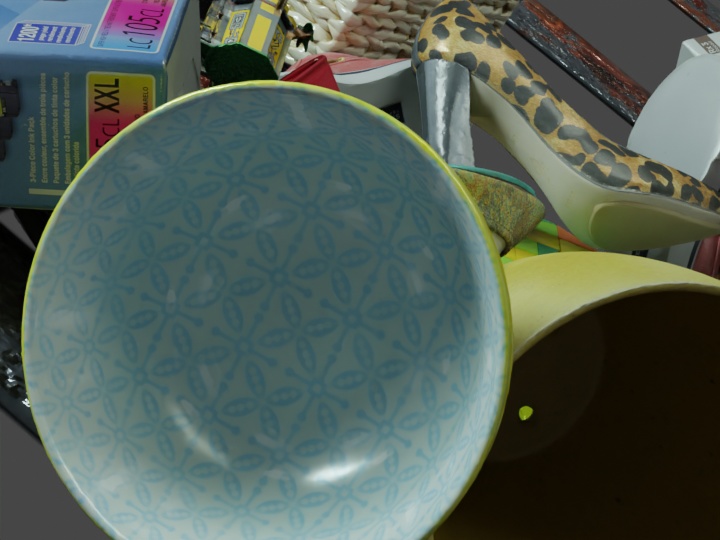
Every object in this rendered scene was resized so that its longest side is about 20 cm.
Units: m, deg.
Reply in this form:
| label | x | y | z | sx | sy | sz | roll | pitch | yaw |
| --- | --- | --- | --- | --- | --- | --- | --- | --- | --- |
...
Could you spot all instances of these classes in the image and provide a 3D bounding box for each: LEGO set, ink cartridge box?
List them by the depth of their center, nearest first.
| label | x | y | z | sx | sy | sz | roll | pitch | yaw |
| --- | --- | --- | --- | --- | --- | --- | --- | --- | --- |
| ink cartridge box | -0.175 | -0.087 | 0.953 | 0.198 | 0.077 | 0.137 | 2 | 25 | 1 |
| LEGO set | -0.120 | -0.142 | 1.094 | 0.199 | 0.154 | 0.116 | 19 | 51 | -4 |

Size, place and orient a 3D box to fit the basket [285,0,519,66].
| label | x | y | z | sx | sy | sz | roll | pitch | yaw |
| --- | --- | --- | --- | --- | --- | --- | --- | --- | --- |
| basket | -0.006 | -0.226 | 1.412 | 0.198 | 0.161 | 0.200 | 39 | 19 | 26 |

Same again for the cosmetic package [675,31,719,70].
| label | x | y | z | sx | sy | sz | roll | pitch | yaw |
| --- | --- | --- | --- | --- | --- | --- | --- | --- | --- |
| cosmetic package | 0.249 | -0.049 | 1.414 | 0.081 | 0.201 | 0.113 | -14 | 48 | -24 |

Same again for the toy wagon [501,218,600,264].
| label | x | y | z | sx | sy | sz | roll | pitch | yaw |
| --- | --- | --- | --- | --- | --- | --- | --- | --- | --- |
| toy wagon | 0.079 | -0.009 | 1.254 | 0.154 | 0.040 | 0.200 | 22 | 17 | -4 |

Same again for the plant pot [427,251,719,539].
| label | x | y | z | sx | sy | sz | roll | pitch | yaw |
| --- | --- | --- | --- | --- | --- | --- | --- | --- | --- |
| plant pot | 0.095 | 0.072 | 0.993 | 0.199 | 0.201 | 0.142 | 24 | 11 | -28 |

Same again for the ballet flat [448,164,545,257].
| label | x | y | z | sx | sy | sz | roll | pitch | yaw |
| --- | --- | --- | --- | --- | --- | --- | --- | --- | --- |
| ballet flat | 0.020 | -0.023 | 1.010 | 0.199 | 0.071 | 0.071 | 20 | 27 | -51 |

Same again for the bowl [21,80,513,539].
| label | x | y | z | sx | sy | sz | roll | pitch | yaw |
| --- | --- | --- | --- | --- | --- | --- | --- | --- | --- |
| bowl | -0.026 | 0.026 | 0.885 | 0.200 | 0.200 | 0.108 | 41 | 11 | 10 |

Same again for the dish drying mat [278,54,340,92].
| label | x | y | z | sx | sy | sz | roll | pitch | yaw |
| --- | --- | --- | --- | --- | --- | --- | --- | --- | --- |
| dish drying mat | 0.000 | 0.000 | 1.050 | 0.077 | 0.018 | 0.201 | -43 | 115 | -60 |

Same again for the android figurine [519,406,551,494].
| label | x | y | z | sx | sy | sz | roll | pitch | yaw |
| --- | --- | --- | --- | --- | --- | --- | --- | --- | --- |
| android figurine | 0.137 | 0.110 | 1.155 | 0.199 | 0.041 | 0.182 | 18 | 29 | -43 |

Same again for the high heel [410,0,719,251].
| label | x | y | z | sx | sy | sz | roll | pitch | yaw |
| --- | --- | --- | --- | --- | --- | --- | --- | --- | --- |
| high heel | 0.126 | -0.089 | 1.244 | 0.199 | 0.071 | 0.144 | 8 | 61 | -18 |

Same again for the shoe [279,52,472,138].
| label | x | y | z | sx | sy | sz | roll | pitch | yaw |
| --- | --- | --- | --- | --- | --- | --- | --- | --- | --- |
| shoe | -0.032 | -0.086 | 1.259 | 0.199 | 0.072 | 0.091 | -16 | 13 | -38 |

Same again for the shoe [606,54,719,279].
| label | x | y | z | sx | sy | sz | roll | pitch | yaw |
| --- | --- | --- | --- | --- | --- | --- | --- | --- | --- |
| shoe | 0.205 | -0.024 | 1.322 | 0.091 | 0.201 | 0.071 | 21 | -5 | -43 |

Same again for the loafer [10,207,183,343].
| label | x | y | z | sx | sy | sz | roll | pitch | yaw |
| --- | --- | --- | --- | --- | --- | --- | --- | --- | --- |
| loafer | -0.110 | -0.025 | 1.003 | 0.073 | 0.071 | 0.200 | 22 | 27 | -33 |
